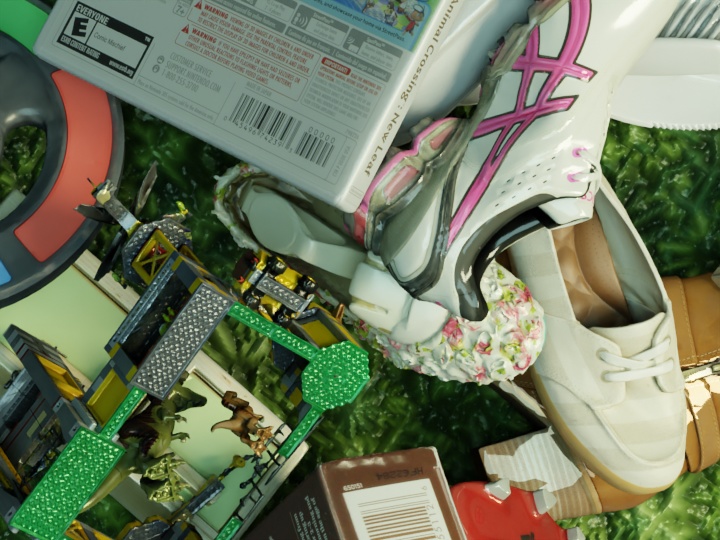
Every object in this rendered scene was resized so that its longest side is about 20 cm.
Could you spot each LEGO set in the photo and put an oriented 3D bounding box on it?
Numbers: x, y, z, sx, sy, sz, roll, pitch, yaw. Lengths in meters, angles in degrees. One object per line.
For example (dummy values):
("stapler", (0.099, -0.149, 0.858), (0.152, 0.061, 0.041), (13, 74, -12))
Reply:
("LEGO set", (-0.103, 0.056, 1.276), (0.153, 0.116, 0.201), (22, 106, -37))

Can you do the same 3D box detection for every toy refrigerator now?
("toy refrigerator", (-0.128, 0.056, 1.351), (0.200, 0.070, 0.076), (42, 70, -8))

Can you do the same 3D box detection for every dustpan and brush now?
("dustpan and brush", (0.123, -0.111, 1.338), (0.199, 0.058, 0.140), (-1, 143, 27))

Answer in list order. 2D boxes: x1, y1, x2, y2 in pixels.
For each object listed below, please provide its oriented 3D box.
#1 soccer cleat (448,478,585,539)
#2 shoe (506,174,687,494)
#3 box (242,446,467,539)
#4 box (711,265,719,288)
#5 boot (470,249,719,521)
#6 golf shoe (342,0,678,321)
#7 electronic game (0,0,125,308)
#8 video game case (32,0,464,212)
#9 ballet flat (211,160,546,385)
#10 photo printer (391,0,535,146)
("soccer cleat", (0.092, 0.166, 1.351), (0.085, 0.069, 0.200), (-27, 140, 32))
("shoe", (0.112, 0.014, 1.308), (0.070, 0.053, 0.201), (-18, 82, -21))
("box", (-0.019, 0.176, 1.311), (0.075, 0.200, 0.101), (-6, 65, -34))
("box", (0.287, 0.039, 1.357), (0.095, 0.078, 0.200), (-45, 98, -15))
("boot", (0.117, 0.024, 1.366), (0.154, 0.077, 0.201), (-18, 89, -6))
("golf shoe", (0.089, -0.064, 1.252), (0.092, 0.073, 0.200), (43, 90, 19))
("electronic game", (-0.215, -0.064, 1.309), (0.198, 0.042, 0.201), (2, 60, -4))
("video game case", (-0.041, -0.147, 1.269), (0.199, 0.022, 0.183), (27, 89, 30))
("ballet flat", (0.000, 0.000, 1.310), (0.199, 0.064, 0.076), (28, 100, 34))
("photo printer", (0.028, -0.170, 1.300), (0.200, 0.069, 0.167), (-44, 65, 5))
